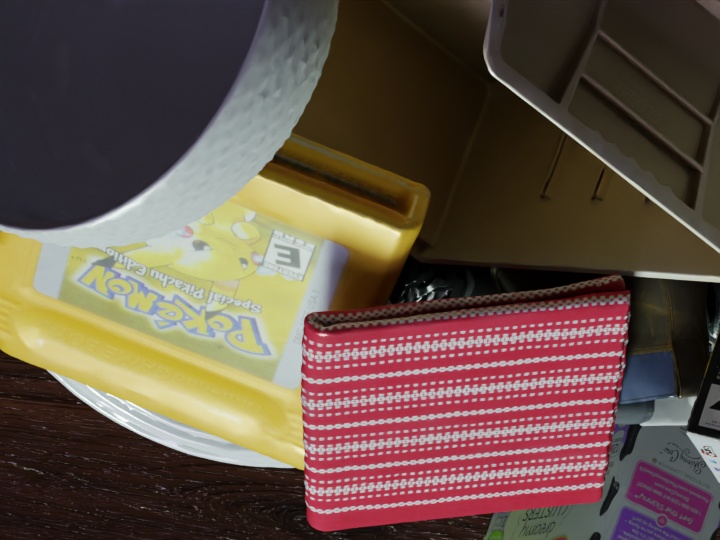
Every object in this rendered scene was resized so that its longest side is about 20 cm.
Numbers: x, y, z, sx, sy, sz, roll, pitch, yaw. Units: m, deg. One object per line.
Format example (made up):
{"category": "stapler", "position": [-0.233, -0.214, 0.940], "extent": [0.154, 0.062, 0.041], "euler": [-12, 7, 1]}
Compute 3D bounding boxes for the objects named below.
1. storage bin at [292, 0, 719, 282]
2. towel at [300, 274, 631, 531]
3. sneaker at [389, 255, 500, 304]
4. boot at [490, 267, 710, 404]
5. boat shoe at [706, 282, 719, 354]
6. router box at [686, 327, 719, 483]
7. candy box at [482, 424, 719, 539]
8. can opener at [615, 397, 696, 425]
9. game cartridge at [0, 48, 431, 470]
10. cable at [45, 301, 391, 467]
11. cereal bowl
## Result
{"category": "storage bin", "position": [0.049, -0.083, 1.246], "extent": [0.200, 0.094, 0.198], "euler": [5, 158, 47]}
{"category": "towel", "position": [0.045, 0.062, 1.346], "extent": [0.144, 0.023, 0.200], "euler": [-6, 150, -4]}
{"category": "sneaker", "position": [0.000, 0.000, 1.507], "extent": [0.200, 0.076, 0.088], "euler": [33, -152, -5]}
{"category": "boot", "position": [0.111, 0.024, 1.398], "extent": [0.074, 0.097, 0.200], "euler": [-6, 171, -16]}
{"category": "boat shoe", "position": [0.179, 0.011, 1.428], "extent": [0.068, 0.074, 0.199], "euler": [15, 177, 16]}
{"category": "router box", "position": [0.211, 0.044, 1.351], "extent": [0.051, 0.150, 0.200], "euler": [13, 162, 24]}
{"category": "candy box", "position": [0.134, 0.146, 1.698], "extent": [0.071, 0.201, 0.168], "euler": [26, 163, -15]}
{"category": "can opener", "position": [0.124, 0.052, 1.521], "extent": [0.199, 0.053, 0.066], "euler": [0, -170, -39]}
{"category": "game cartridge", "position": [-0.077, 0.000, 1.325], "extent": [0.176, 0.033, 0.200], "euler": [21, 141, -1]}
{"category": "cable", "position": [-0.074, 0.027, 1.463], "extent": [0.199, 0.069, 0.200], "euler": [5, 147, 29]}
{"category": "cereal bowl", "position": [-0.084, -0.102, 1.181], "extent": [0.200, 0.201, 0.083], "euler": [9, 173, 39]}
